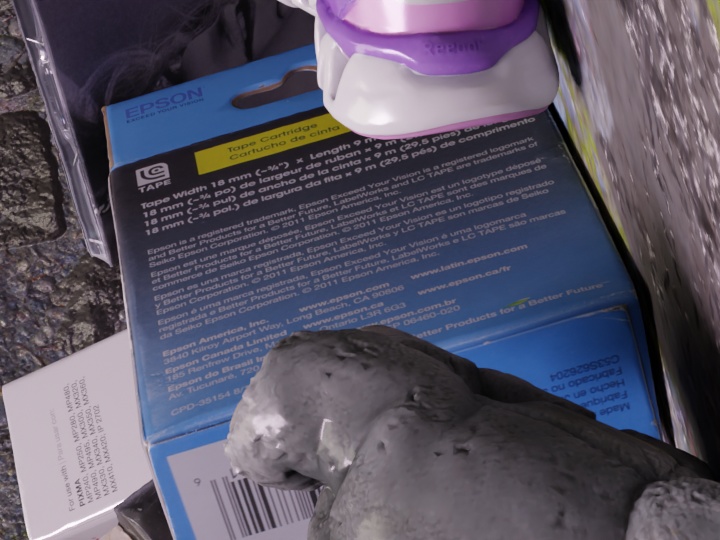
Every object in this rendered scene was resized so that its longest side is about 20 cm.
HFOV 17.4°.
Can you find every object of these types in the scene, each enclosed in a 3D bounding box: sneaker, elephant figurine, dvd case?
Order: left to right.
[{"bbox_3d":[-0.043,-0.115,0.851,0.016,0.200,0.149,21,140,34],"label":"dvd case"},{"bbox_3d":[0.009,-0.115,0.720,0.200,0.080,0.089,-118,19,-62],"label":"sneaker"},{"bbox_3d":[0.011,0.125,0.579,0.201,0.141,0.155,-67,-14,1],"label":"elephant figurine"}]

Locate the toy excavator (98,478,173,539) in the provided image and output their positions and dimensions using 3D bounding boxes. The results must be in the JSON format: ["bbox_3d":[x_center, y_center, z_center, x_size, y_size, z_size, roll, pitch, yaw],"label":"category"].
[{"bbox_3d":[-0.027,0.191,0.787,0.194,0.100,0.200,40,163,37],"label":"toy excavator"}]

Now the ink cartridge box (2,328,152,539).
[{"bbox_3d":[-0.039,0.067,1.067,0.145,0.200,0.085,32,-142,-59],"label":"ink cartridge box"}]

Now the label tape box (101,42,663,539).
[{"bbox_3d":[0.000,0.000,0.739,0.200,0.144,0.063,-106,0,-58],"label":"label tape box"}]
